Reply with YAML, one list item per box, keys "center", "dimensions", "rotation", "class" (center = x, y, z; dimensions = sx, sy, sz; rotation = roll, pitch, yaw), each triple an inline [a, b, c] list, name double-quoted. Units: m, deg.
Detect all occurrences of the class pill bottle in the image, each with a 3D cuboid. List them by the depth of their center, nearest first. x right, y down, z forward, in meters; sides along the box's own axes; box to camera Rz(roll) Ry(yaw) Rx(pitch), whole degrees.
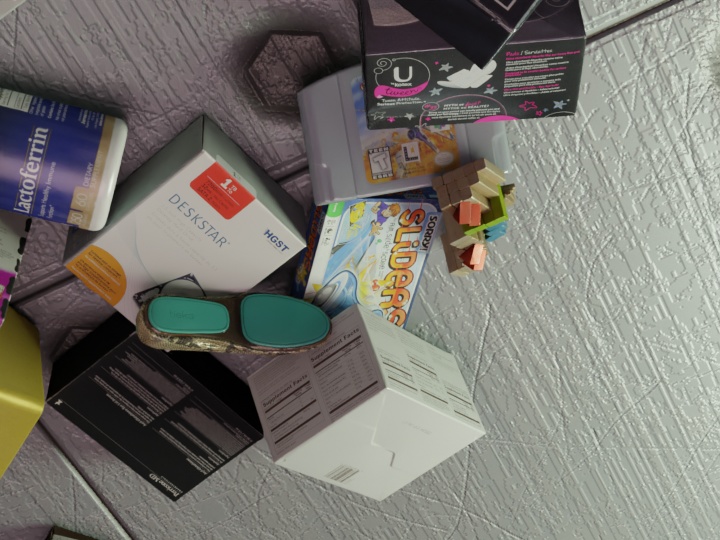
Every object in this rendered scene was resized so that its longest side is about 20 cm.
- center: [-0.336, -0.115, 1.412]
  dimensions: [0.200, 0.116, 0.116]
  rotation: [13, 121, -12]
  class: "pill bottle"

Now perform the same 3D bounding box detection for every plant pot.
- center: [-0.442, 0.123, 1.522]
  dimensions: [0.176, 0.200, 0.200]
  rotation: [21, 120, -29]
  class: "plant pot"

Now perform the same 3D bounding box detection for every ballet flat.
- center: [-0.133, 0.059, 1.490]
  dimensions: [0.200, 0.068, 0.075]
  rotation: [3, 156, -15]
  class: "ballet flat"

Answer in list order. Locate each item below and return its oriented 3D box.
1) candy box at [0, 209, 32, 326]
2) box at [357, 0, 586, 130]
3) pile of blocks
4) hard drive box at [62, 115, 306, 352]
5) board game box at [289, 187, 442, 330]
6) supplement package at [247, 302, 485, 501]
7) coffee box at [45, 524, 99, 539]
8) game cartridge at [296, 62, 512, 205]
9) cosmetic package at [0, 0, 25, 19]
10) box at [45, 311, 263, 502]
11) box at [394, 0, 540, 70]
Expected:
- center: [-0.408, -0.009, 1.425]
  dimensions: [0.136, 0.200, 0.061]
  rotation: [25, 117, -17]
  class: "candy box"
- center: [0.099, -0.222, 1.348]
  dimensions: [0.199, 0.132, 0.115]
  rotation: [-4, 148, -1]
  class: "box"
- center: [0.122, -0.041, 1.460]
  dimensions: [0.082, 0.062, 0.200]
  rotation: [-12, 158, 2]
  class: "pile of blocks"
- center: [-0.181, -0.036, 1.497]
  dimensions: [0.200, 0.077, 0.156]
  rotation: [-38, 118, 19]
  class: "hard drive box"
- center: [0.000, 0.000, 1.533]
  dimensions: [0.135, 0.034, 0.200]
  rotation: [-2, 125, -26]
  class: "board game box"
- center: [0.007, 0.146, 1.559]
  dimensions: [0.156, 0.111, 0.200]
  rotation: [-35, 144, 20]
  class: "supplement package"
- center: [-0.304, 0.401, 1.766]
  dimensions: [0.200, 0.080, 0.114]
  rotation: [23, 118, -17]
  class: "coffee box"
- center: [0.042, -0.145, 1.428]
  dimensions: [0.200, 0.042, 0.134]
  rotation: [-10, 97, -5]
  class: "game cartridge"
- center: [-0.375, -0.292, 1.245]
  dimensions: [0.165, 0.200, 0.165]
  rotation: [-31, 119, 16]
  class: "cosmetic package"
- center: [-0.225, 0.144, 1.608]
  dimensions: [0.141, 0.079, 0.200]
  rotation: [-38, 118, 16]
  class: "box"
- center: [0.096, -0.315, 1.226]
  dimensions: [0.198, 0.123, 0.200]
  rotation: [38, 79, 0]
  class: "box"
